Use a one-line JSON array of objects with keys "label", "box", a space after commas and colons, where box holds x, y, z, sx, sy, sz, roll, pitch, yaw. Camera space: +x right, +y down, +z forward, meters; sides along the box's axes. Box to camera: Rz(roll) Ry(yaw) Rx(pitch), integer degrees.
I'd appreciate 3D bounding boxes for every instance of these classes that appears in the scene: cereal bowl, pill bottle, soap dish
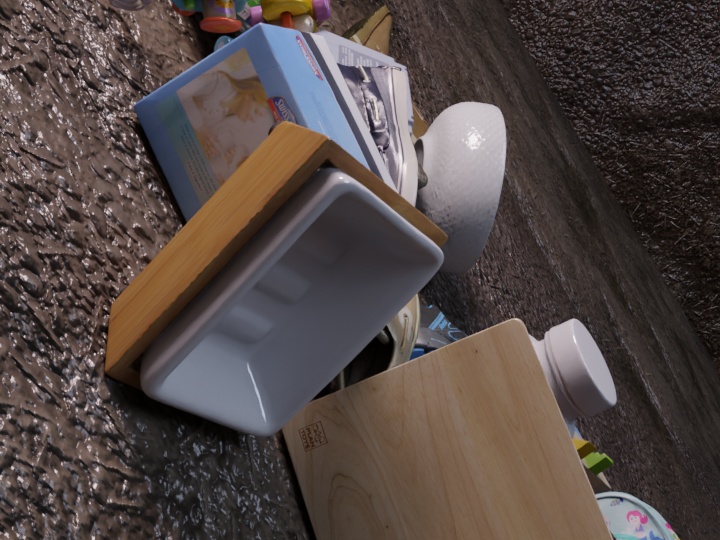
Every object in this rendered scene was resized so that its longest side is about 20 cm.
[{"label": "cereal bowl", "box": [0.099, -0.101, 1.279, 0.082, 0.202, 0.202, 10, 40, -11]}, {"label": "pill bottle", "box": [0.122, 0.124, 0.973, 0.112, 0.198, 0.113, 49, 24, -31]}, {"label": "soap dish", "box": [-0.055, 0.009, 0.714, 0.157, 0.200, 0.081, 33, 16, -52]}]

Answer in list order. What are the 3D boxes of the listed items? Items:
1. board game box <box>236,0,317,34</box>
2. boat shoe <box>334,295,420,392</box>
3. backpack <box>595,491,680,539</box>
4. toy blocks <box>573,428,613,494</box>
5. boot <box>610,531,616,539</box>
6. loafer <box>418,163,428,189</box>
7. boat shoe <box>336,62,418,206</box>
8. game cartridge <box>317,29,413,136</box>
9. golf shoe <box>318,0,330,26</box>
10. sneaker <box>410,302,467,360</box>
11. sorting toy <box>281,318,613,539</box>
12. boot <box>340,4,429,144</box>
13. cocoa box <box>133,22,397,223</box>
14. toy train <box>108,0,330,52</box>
[{"label": "board game box", "box": [-0.119, -0.290, 1.063, 0.201, 0.034, 0.135, 55, 13, 31]}, {"label": "boat shoe", "box": [0.010, 0.052, 0.927, 0.065, 0.071, 0.203, 70, 21, -56]}, {"label": "backpack", "box": [0.249, 0.324, 1.074, 0.150, 0.176, 0.202, 35, 29, -60]}, {"label": "toy blocks", "box": [0.224, 0.198, 1.314, 0.200, 0.099, 0.138, 40, 18, -45]}, {"label": "boot", "box": [0.136, 0.281, 0.875, 0.077, 0.154, 0.200, 63, 20, 2]}, {"label": "loafer", "box": [0.021, -0.131, 1.250, 0.076, 0.068, 0.200, 54, 6, -21]}, {"label": "boat shoe", "box": [-0.001, -0.120, 1.058, 0.091, 0.075, 0.202, 7, 51, -15]}, {"label": "game cartridge", "box": [-0.008, -0.208, 1.217, 0.132, 0.041, 0.201, 24, 27, -13]}, {"label": "golf shoe", "box": [-0.101, -0.365, 1.231, 0.202, 0.072, 0.092, 61, 21, -6]}, {"label": "sneaker", "box": [0.089, 0.077, 1.138, 0.200, 0.073, 0.083, 34, 34, -54]}, {"label": "sorting toy", "box": [0.067, 0.170, 0.805, 0.070, 0.196, 0.202, 53, 16, -69]}, {"label": "boot", "box": [0.044, -0.234, 1.445, 0.201, 0.066, 0.176, 56, 33, -16]}, {"label": "cocoa box", "box": [-0.061, -0.073, 0.866, 0.202, 0.132, 0.131, 64, 21, 3]}, {"label": "toy train", "box": [-0.109, -0.200, 0.929, 0.199, 0.149, 0.056, 14, 62, -54]}]
